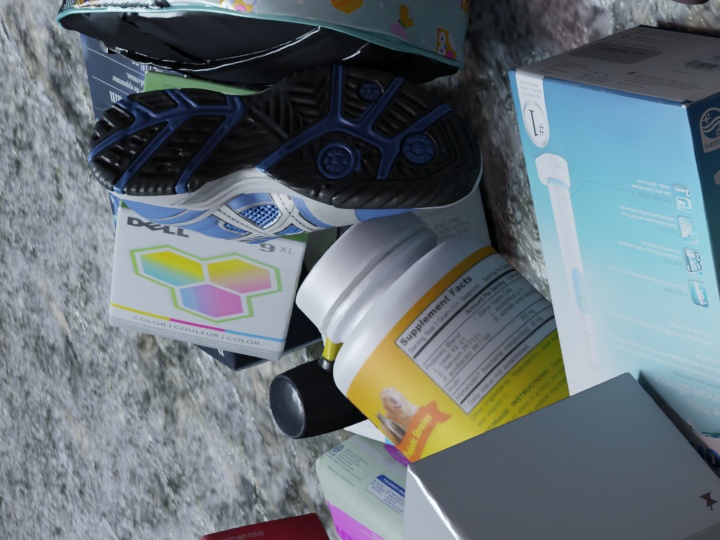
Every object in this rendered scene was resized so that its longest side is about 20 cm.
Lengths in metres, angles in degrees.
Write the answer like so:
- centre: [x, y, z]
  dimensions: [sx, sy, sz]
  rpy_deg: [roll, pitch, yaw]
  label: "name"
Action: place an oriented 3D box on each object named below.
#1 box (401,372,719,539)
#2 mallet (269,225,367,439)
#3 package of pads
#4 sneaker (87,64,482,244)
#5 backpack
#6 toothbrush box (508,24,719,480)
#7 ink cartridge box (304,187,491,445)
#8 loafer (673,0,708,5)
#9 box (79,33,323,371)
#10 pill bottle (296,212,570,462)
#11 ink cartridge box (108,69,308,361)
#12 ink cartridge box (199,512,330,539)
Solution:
- centre: [0.091, 0.165, 1.274]
  dimensions: [0.098, 0.124, 0.201]
  rpy_deg: [52, 152, 36]
  label: "box"
- centre: [0.000, 0.000, 1.484]
  dimensions: [0.041, 0.066, 0.201]
  rpy_deg: [39, 125, 42]
  label: "mallet"
- centre: [0.059, 0.202, 1.586]
  dimensions: [0.154, 0.068, 0.201]
  rpy_deg: [30, 145, 55]
  label: "package of pads"
- centre: [-0.034, -0.055, 1.384]
  dimensions: [0.077, 0.199, 0.076]
  rpy_deg: [63, -148, -63]
  label: "sneaker"
- centre: [-0.036, -0.167, 1.429]
  dimensions: [0.199, 0.175, 0.154]
  rpy_deg: [16, 91, 46]
  label: "backpack"
- centre: [0.156, -0.002, 1.260]
  dimensions: [0.146, 0.085, 0.201]
  rpy_deg: [17, 122, 59]
  label: "toothbrush box"
- centre: [0.021, -0.005, 1.546]
  dimensions: [0.116, 0.068, 0.201]
  rpy_deg: [12, 119, 60]
  label: "ink cartridge box"
- centre: [0.097, -0.166, 1.289]
  dimensions: [0.200, 0.072, 0.063]
  rpy_deg: [21, 130, 55]
  label: "loafer"
- centre: [-0.082, -0.064, 1.668]
  dimensions: [0.148, 0.107, 0.201]
  rpy_deg: [27, 132, 55]
  label: "box"
- centre: [0.062, 0.059, 1.403]
  dimensions: [0.200, 0.109, 0.109]
  rpy_deg: [44, 148, 11]
  label: "pill bottle"
- centre: [-0.080, -0.026, 1.496]
  dimensions: [0.200, 0.103, 0.060]
  rpy_deg: [106, 175, -62]
  label: "ink cartridge box"
- centre: [-0.039, 0.272, 1.637]
  dimensions: [0.201, 0.082, 0.146]
  rpy_deg: [62, 148, 37]
  label: "ink cartridge box"
